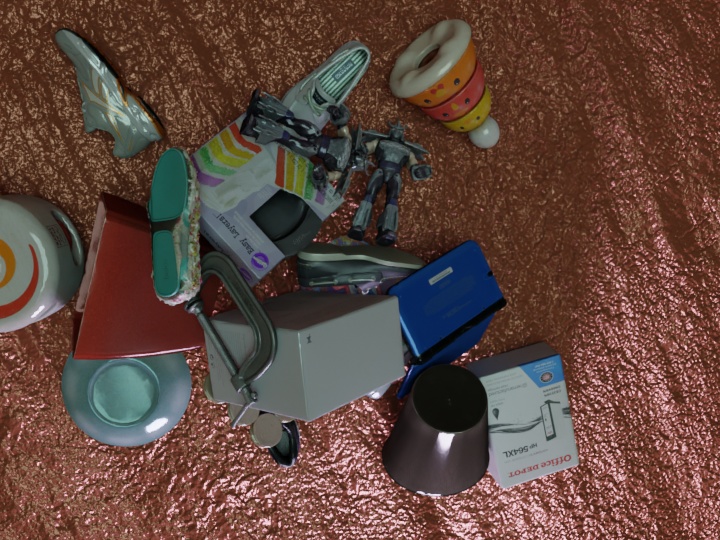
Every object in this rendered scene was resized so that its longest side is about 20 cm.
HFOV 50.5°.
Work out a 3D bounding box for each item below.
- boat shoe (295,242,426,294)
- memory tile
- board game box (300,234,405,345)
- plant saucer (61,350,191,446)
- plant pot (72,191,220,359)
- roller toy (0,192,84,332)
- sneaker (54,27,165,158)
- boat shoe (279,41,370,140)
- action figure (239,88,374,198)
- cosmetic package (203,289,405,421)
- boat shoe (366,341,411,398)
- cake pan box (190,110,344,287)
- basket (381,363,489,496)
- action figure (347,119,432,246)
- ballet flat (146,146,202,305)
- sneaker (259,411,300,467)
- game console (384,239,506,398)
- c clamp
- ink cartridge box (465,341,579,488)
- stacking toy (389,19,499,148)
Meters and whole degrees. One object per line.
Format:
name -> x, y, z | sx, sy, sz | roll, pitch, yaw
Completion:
boat shoe -> 0.000, 0.000, 1.141 | 0.197, 0.073, 0.063 | 4, 108, -14
memory tile -> -0.139, 0.154, 1.174 | 0.153, 0.017, 0.201 | 45, 55, -15
board game box -> 0.000, 0.041, 1.182 | 0.199, 0.039, 0.159 | 30, 88, 7
plant saucer -> -0.364, 0.185, 1.185 | 0.198, 0.039, 0.204 | -2, 101, -9
plant pot -> -0.302, 0.017, 1.095 | 0.174, 0.200, 0.202 | 13, 98, -23
roller toy -> -0.492, -0.014, 1.064 | 0.181, 0.140, 0.202 | 20, 97, -3
sneaker -> -0.376, -0.247, 1.089 | 0.092, 0.076, 0.201 | -37, 103, 3
boat shoe -> -0.062, -0.261, 1.130 | 0.073, 0.067, 0.201 | 37, 94, -14
action figure -> -0.067, -0.180, 1.067 | 0.198, 0.069, 0.132 | 20, 63, -19
cosmetic package -> -0.076, 0.109, 1.066 | 0.198, 0.199, 0.125 | -16, 102, -46
boat shoe -> 0.052, 0.114, 1.219 | 0.066, 0.074, 0.201 | 30, 95, -25
cake pan box -> -0.146, -0.105, 1.077 | 0.184, 0.052, 0.200 | -43, 94, -24
basket -> 0.125, 0.244, 1.176 | 0.178, 0.137, 0.201 | -2, 142, -2
action figure -> 0.041, -0.139, 1.151 | 0.129, 0.069, 0.202 | 13, 73, 2
ballet flat -> -0.236, -0.055, 0.988 | 0.075, 0.064, 0.203 | 0, 85, 21
sneaker -> -0.140, 0.213, 1.202 | 0.075, 0.088, 0.202 | -23, 103, -4
game console -> 0.117, 0.075, 1.180 | 0.199, 0.118, 0.172 | -29, 95, -33
c clamp -> -0.177, 0.084, 0.997 | 0.171, 0.027, 0.201 | -43, 70, 39
ink cartridge box -> 0.272, 0.241, 1.277 | 0.144, 0.084, 0.202 | -15, 102, -6
stacking toy -> 0.153, -0.263, 1.159 | 0.146, 0.146, 0.200 | -47, 120, 1
